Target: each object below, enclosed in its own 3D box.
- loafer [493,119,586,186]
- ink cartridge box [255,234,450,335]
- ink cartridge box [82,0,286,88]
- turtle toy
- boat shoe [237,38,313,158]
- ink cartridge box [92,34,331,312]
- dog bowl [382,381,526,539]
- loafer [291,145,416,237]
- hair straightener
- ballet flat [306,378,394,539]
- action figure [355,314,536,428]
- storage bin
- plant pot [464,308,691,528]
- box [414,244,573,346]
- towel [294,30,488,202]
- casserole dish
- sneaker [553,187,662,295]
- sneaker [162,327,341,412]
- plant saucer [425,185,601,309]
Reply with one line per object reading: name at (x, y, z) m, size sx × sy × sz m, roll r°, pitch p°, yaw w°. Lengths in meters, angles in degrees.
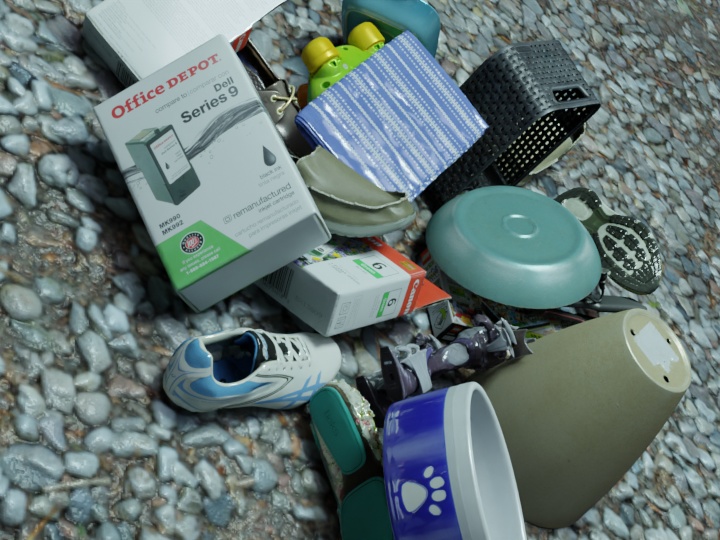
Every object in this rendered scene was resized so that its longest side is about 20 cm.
loafer at (0.227, -0.168, 1.657) m, size 0.076 × 0.068 × 0.199 m, roll 51°, pitch 38°, yaw 5°
ink cartridge box at (0.000, 0.000, 1.270) m, size 0.108 × 0.051 × 0.199 m, roll 35°, pitch 30°, yaw 31°
ink cartridge box at (-0.171, -0.260, 1.310) m, size 0.199 × 0.050 × 0.109 m, roll -40°, pitch 87°, yaw -24°
turtle toy at (0.010, -0.191, 1.440) m, size 0.199 × 0.101 × 0.147 m, roll -27°, pitch 79°, yaw -43°
boat shoe at (-0.104, -0.183, 1.365) m, size 0.201 × 0.059 × 0.072 m, roll 50°, pitch 38°, yaw 3°
ink cartridge box at (-0.137, -0.089, 1.176) m, size 0.202 × 0.145 × 0.084 m, roll 61°, pitch 1°, yaw 18°
dog bowl at (0.086, 0.204, 1.120) m, size 0.200 × 0.078 × 0.203 m, roll -15°, pitch 90°, yaw -77°
loafer at (-0.041, -0.083, 1.256) m, size 0.197 × 0.071 × 0.075 m, roll 12°, pitch 18°, yaw 9°
hair straightener at (0.247, 0.024, 1.455) m, size 0.198 × 0.078 × 0.041 m, roll 14°, pitch 15°, yaw -28°
ballet flat at (0.009, 0.190, 1.148) m, size 0.064 × 0.075 × 0.202 m, roll 21°, pitch 47°, yaw -53°
action figure at (0.089, 0.084, 1.275) m, size 0.199 × 0.130 × 0.070 m, roll -21°, pitch 83°, yaw -41°
storage bin at (0.160, -0.164, 1.483) m, size 0.134 × 0.200 × 0.094 m, roll -15°, pitch 67°, yaw -48°
plant pot at (0.230, 0.129, 1.300) m, size 0.186 × 0.200 × 0.189 m, roll 24°, pitch 43°, yaw -25°
box at (0.156, 0.040, 1.439) m, size 0.198 × 0.035 × 0.111 m, roll 14°, pitch 48°, yaw -35°
towel at (0.034, -0.151, 1.351) m, size 0.145 × 0.024 × 0.200 m, roll 50°, pitch 55°, yaw -2°
casserole dish at (0.030, -0.275, 1.496) m, size 0.120 × 0.200 × 0.039 m, roll 24°, pitch 77°, yaw 5°
sneaker at (0.308, -0.024, 1.566) m, size 0.089 × 0.076 × 0.200 m, roll 56°, pitch -1°, yaw -41°
sneaker at (-0.084, 0.083, 1.149) m, size 0.198 × 0.072 × 0.072 m, roll -5°, pitch 59°, yaw -47°
plant saucer at (0.170, -0.036, 1.400) m, size 0.197 × 0.036 × 0.201 m, roll 7°, pitch 38°, yaw -5°
